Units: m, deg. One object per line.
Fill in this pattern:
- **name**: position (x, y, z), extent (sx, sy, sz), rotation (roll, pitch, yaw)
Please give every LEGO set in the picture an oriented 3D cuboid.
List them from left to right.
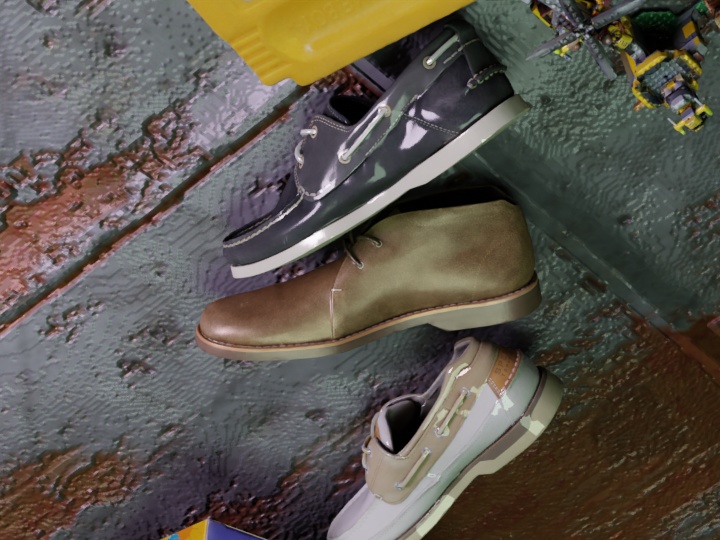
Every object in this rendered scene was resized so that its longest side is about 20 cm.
- **LEGO set**: position (0.185, -0.141, 1.129), extent (0.199, 0.116, 0.154), rotation (-29, 132, 17)

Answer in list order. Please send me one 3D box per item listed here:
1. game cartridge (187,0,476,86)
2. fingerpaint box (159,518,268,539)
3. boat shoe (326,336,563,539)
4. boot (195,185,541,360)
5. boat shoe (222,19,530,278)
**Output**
- **game cartridge**: position (-0.029, -0.186, 1.063), extent (0.176, 0.033, 0.200), rotation (-24, 124, 29)
- **fingerpaint box**: position (-0.063, 0.238, 1.443), extent (0.199, 0.074, 0.167), rotation (24, 148, -30)
- **boat shoe**: position (0.036, 0.109, 1.385), extent (0.068, 0.075, 0.200), rotation (36, 122, -14)
- **boot**: position (0.000, 0.000, 1.280), extent (0.199, 0.074, 0.076), rotation (-13, 116, -5)
- **boat shoe**: position (-0.002, -0.062, 1.223), extent (0.200, 0.072, 0.068), rotation (-33, 95, 29)
